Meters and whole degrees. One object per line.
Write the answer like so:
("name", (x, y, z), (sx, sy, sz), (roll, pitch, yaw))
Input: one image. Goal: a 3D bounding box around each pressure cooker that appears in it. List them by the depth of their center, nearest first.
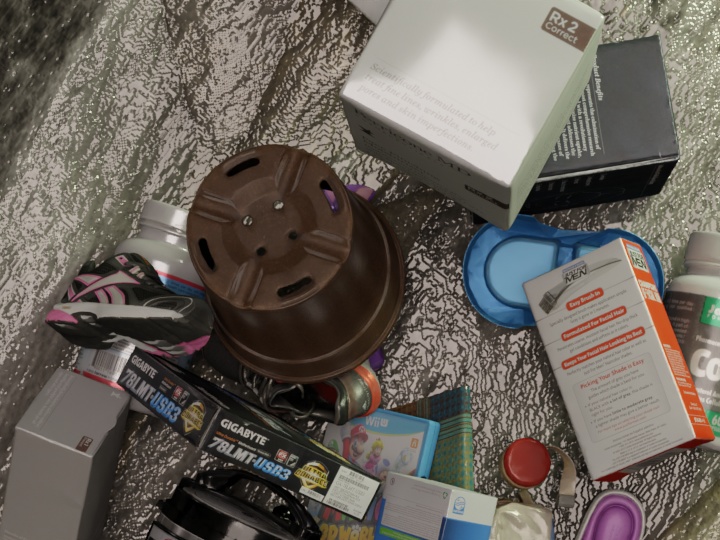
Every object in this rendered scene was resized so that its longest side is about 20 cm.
("pressure cooker", (-0.129, 0.293, 1.661), (0.175, 0.179, 0.201), (25, 86, -8))

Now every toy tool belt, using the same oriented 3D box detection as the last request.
("toy tool belt", (0.141, 0.267, 1.675), (0.124, 0.123, 0.202), (7, 79, -7))

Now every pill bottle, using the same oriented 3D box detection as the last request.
("pill bottle", (0.341, 0.071, 1.677), (0.112, 0.113, 0.202), (14, 86, 5))
("pill bottle", (-0.207, 0.037, 1.723), (0.108, 0.109, 0.202), (18, 86, 6))

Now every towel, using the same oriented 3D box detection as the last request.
("towel", (0.060, 0.223, 1.664), (0.022, 0.146, 0.202), (15, 66, -36))

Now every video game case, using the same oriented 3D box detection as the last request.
("video game case", (0.001, 0.234, 1.689), (0.142, 0.018, 0.202), (8, 83, 48))

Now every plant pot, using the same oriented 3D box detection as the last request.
("plant pot", (-0.065, -0.014, 1.587), (0.198, 0.198, 0.202), (-2, 75, 6))

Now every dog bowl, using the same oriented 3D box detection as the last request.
("dog bowl", (0.201, 0.008, 1.724), (0.198, 0.050, 0.113), (8, 89, 6))

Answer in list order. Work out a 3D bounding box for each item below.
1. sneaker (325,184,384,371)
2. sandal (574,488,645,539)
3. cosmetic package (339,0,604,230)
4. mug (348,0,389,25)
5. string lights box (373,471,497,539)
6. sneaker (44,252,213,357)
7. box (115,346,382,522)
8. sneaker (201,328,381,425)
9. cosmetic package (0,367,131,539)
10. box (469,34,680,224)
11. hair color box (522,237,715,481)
("sneaker", (0.000, 0.000, 1.733), (0.088, 0.080, 0.202), (-14, 85, -14))
("sandal", (0.229, 0.314, 1.692), (0.082, 0.050, 0.205), (10, 85, 5))
("cosmetic package", (0.095, -0.158, 1.475), (0.164, 0.200, 0.166), (28, 85, 9))
("mug", (0.048, -0.335, 1.739), (0.176, 0.147, 0.200), (-48, 53, 5))
("string lights box", (0.053, 0.294, 1.579), (0.059, 0.102, 0.202), (15, 86, -35))
("sneaker", (-0.213, 0.022, 1.612), (0.199, 0.080, 0.087), (4, 65, 39))
("box", (-0.106, 0.152, 1.620), (0.198, 0.200, 0.050), (31, 86, -32))
("sneaker", (-0.080, 0.100, 1.696), (0.198, 0.082, 0.078), (15, 115, 25))
("cosmetic package", (-0.288, 0.208, 1.665), (0.089, 0.107, 0.201), (17, 121, 6))
("box", (0.193, -0.131, 1.665), (0.194, 0.200, 0.125), (-7, 83, 3))
("hair color box", (0.241, 0.085, 1.625), (0.110, 0.064, 0.202), (-26, 73, 24))
